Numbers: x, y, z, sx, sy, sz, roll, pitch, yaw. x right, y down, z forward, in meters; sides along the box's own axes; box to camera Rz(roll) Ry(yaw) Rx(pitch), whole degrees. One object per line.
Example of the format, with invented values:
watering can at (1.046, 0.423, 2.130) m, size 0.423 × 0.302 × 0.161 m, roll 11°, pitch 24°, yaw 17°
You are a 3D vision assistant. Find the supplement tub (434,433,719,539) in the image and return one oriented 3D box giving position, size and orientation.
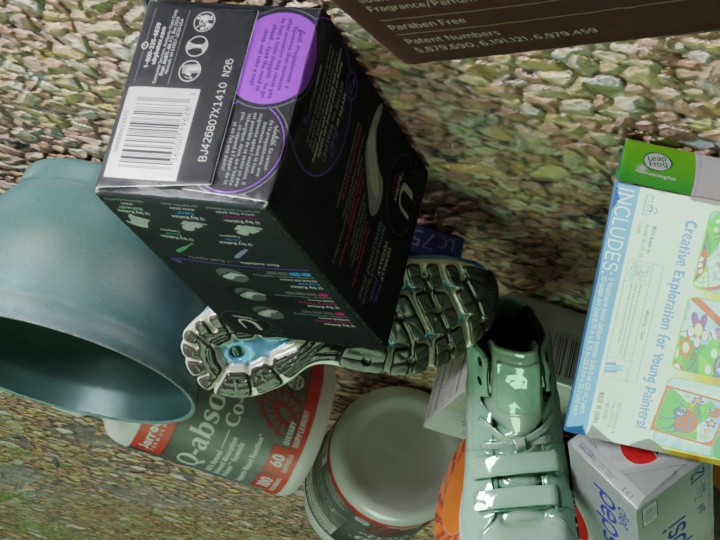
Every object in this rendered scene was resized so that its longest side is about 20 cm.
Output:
supplement tub at (0.162, 0.187, 1.450) m, size 0.200 × 0.123 × 0.122 m, roll 19°, pitch 160°, yaw -17°

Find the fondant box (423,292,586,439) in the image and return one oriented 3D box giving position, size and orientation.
fondant box at (0.142, 0.088, 1.460) m, size 0.144 × 0.058 × 0.200 m, roll 17°, pitch 161°, yaw -7°

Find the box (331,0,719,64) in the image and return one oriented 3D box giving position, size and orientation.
box at (0.041, -0.187, 0.632) m, size 0.164 × 0.166 × 0.200 m, roll -1°, pitch 156°, yaw 39°

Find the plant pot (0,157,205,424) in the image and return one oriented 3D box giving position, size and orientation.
plant pot at (-0.190, 0.007, 1.368) m, size 0.200 × 0.135 × 0.200 m, roll 14°, pitch 160°, yaw 5°

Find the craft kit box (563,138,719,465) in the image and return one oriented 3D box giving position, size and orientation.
craft kit box at (0.228, 0.032, 1.146) m, size 0.197 × 0.049 × 0.200 m, roll 15°, pitch 133°, yaw 9°

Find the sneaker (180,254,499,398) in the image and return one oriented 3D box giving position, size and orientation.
sneaker at (-0.012, 0.017, 1.262) m, size 0.199 × 0.090 × 0.079 m, roll -8°, pitch 118°, yaw 10°

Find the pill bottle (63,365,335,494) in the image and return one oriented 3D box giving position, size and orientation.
pill bottle at (-0.130, 0.092, 1.558) m, size 0.199 × 0.116 × 0.116 m, roll 19°, pitch 160°, yaw -12°

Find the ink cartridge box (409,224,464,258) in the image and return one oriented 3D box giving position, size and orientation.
ink cartridge box at (0.000, 0.000, 1.352) m, size 0.119 × 0.042 × 0.200 m, roll 16°, pitch 162°, yaw -2°

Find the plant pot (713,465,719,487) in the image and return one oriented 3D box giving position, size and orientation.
plant pot at (0.349, 0.250, 1.625) m, size 0.199 × 0.140 × 0.200 m, roll 12°, pitch 160°, yaw 5°

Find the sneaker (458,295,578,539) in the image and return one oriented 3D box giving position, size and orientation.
sneaker at (0.092, 0.111, 1.248) m, size 0.074 × 0.201 × 0.118 m, roll -7°, pitch 139°, yaw 2°

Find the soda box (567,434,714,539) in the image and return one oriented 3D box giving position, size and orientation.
soda box at (0.183, 0.165, 1.296) m, size 0.068 × 0.063 × 0.200 m, roll 45°, pitch 162°, yaw 33°

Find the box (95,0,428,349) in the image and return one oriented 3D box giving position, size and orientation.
box at (-0.049, -0.050, 1.128) m, size 0.106 × 0.123 × 0.200 m, roll 6°, pitch 158°, yaw 23°

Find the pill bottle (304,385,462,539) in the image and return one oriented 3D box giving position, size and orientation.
pill bottle at (0.015, 0.175, 1.699) m, size 0.116 × 0.116 × 0.200 m, roll 17°, pitch 161°, yaw -6°
